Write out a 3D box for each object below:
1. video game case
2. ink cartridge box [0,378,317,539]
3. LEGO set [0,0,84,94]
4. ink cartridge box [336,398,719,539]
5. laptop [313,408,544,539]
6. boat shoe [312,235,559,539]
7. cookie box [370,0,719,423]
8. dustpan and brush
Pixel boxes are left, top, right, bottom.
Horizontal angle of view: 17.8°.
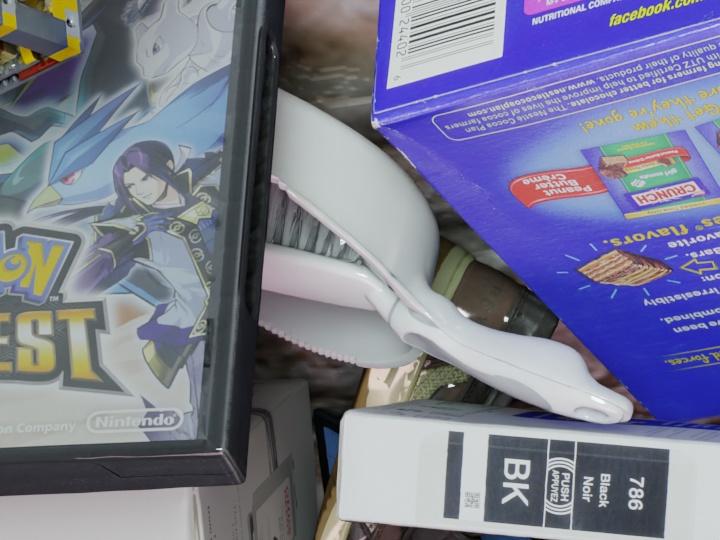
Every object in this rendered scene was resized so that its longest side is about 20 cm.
[{"bbox_3d":[-0.123,-0.022,0.654,0.198,0.182,0.026,-4,150,12],"label":"video game case"},{"bbox_3d":[-0.103,0.095,0.837,0.145,0.084,0.200,-2,-174,9],"label":"ink cartridge box"},{"bbox_3d":[-0.164,-0.092,0.577,0.199,0.155,0.115,-12,162,37],"label":"LEGO set"},{"bbox_3d":[0.100,0.067,0.726,0.198,0.040,0.099,2,179,18],"label":"ink cartridge box"},{"bbox_3d":[0.034,0.181,0.962,0.176,0.201,0.103,27,-169,18],"label":"laptop"},{"bbox_3d":[0.025,0.079,0.855,0.064,0.073,0.201,24,135,13],"label":"boat shoe"},{"bbox_3d":[0.124,-0.039,0.696,0.170,0.076,0.200,-13,143,28],"label":"cookie box"},{"bbox_3d":[0.000,0.000,0.730,0.199,0.058,0.140,15,153,21],"label":"dustpan and brush"}]
